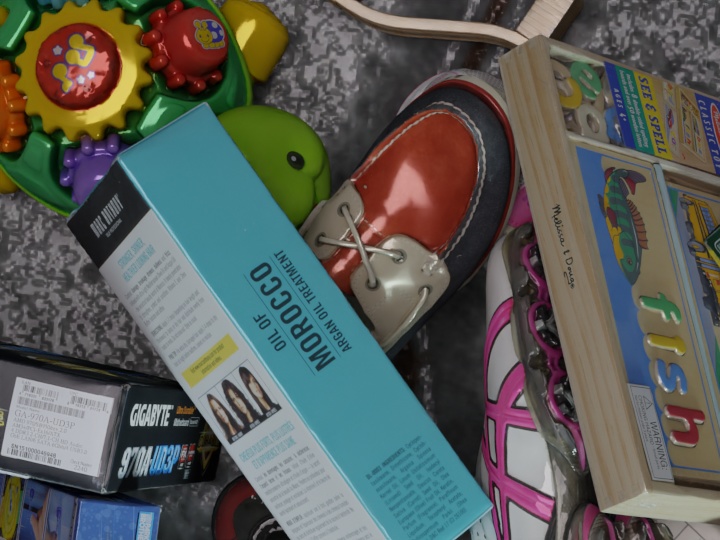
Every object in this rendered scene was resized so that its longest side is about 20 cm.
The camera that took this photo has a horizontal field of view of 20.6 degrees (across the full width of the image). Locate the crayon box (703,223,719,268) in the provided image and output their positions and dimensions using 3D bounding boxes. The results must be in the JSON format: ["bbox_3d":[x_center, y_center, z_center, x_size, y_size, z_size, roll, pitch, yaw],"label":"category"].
[{"bbox_3d":[0.272,0.018,0.838,0.172,0.058,0.200,-32,81,-26],"label":"crayon box"}]

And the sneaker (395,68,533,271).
[{"bbox_3d":[0.087,-0.014,0.887,0.200,0.088,0.081,42,92,9],"label":"sneaker"}]

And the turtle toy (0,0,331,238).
[{"bbox_3d":[-0.099,-0.074,0.911,0.199,0.101,0.146,32,90,9],"label":"turtle toy"}]

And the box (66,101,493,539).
[{"bbox_3d":[-0.036,0.036,0.813,0.049,0.082,0.200,-35,89,-29],"label":"box"}]

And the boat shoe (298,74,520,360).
[{"bbox_3d":[0.000,0.000,0.862,0.071,0.062,0.200,47,127,16],"label":"boat shoe"}]

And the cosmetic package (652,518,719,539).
[{"bbox_3d":[0.153,0.176,0.869,0.104,0.073,0.200,-45,81,2],"label":"cosmetic package"}]

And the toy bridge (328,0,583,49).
[{"bbox_3d":[0.005,-0.155,0.941,0.199,0.027,0.067,34,91,10],"label":"toy bridge"}]

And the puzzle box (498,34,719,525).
[{"bbox_3d":[0.128,0.007,0.827,0.025,0.133,0.201,-28,63,38],"label":"puzzle box"}]

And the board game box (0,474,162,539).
[{"bbox_3d":[-0.134,0.158,0.851,0.034,0.200,0.136,8,86,-20],"label":"board game box"}]

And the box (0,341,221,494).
[{"bbox_3d":[-0.153,0.057,0.858,0.158,0.200,0.046,12,87,10],"label":"box"}]

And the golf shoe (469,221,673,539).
[{"bbox_3d":[0.071,0.080,0.815,0.092,0.072,0.201,-25,65,41],"label":"golf shoe"}]

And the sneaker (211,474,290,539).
[{"bbox_3d":[0.009,0.163,0.876,0.071,0.098,0.200,-44,80,-3],"label":"sneaker"}]
